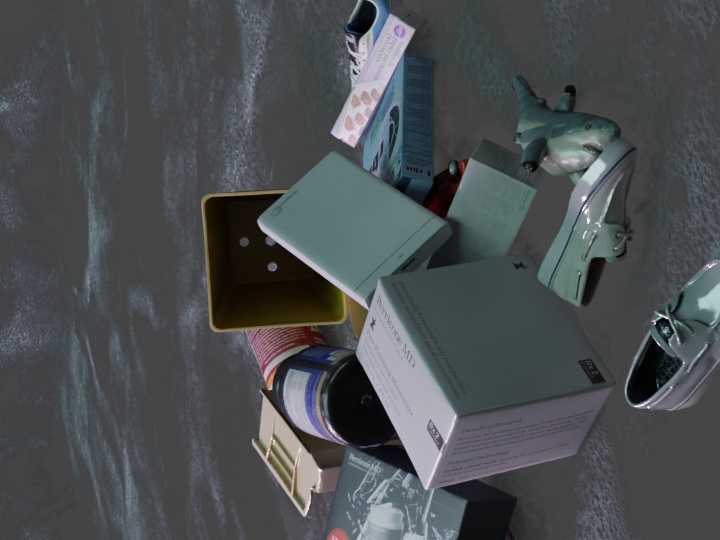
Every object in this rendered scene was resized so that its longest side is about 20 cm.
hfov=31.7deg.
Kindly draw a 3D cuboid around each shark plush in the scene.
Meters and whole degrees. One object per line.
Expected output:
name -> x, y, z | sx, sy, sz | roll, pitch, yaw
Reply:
shark plush -> 0.210, -0.152, 1.320 | 0.083, 0.091, 0.200 | -61, 17, 21

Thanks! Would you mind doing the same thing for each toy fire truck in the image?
toy fire truck -> 0.110, -0.047, 1.539 | 0.200, 0.049, 0.142 | -26, 73, 63

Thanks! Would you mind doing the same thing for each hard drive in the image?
hard drive -> -0.010, -0.050, 1.450 | 0.200, 0.132, 0.027 | 36, 162, 39

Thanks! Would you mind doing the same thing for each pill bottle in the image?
pill bottle -> -0.116, 0.105, 1.991 | 0.200, 0.113, 0.113 | 65, 150, 33
pill bottle -> -0.032, 0.147, 1.522 | 0.200, 0.112, 0.112 | -178, 81, -65

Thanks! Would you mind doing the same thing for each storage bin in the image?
storage bin -> -0.014, 0.231, 1.709 | 0.199, 0.199, 0.094 | 44, 133, 53

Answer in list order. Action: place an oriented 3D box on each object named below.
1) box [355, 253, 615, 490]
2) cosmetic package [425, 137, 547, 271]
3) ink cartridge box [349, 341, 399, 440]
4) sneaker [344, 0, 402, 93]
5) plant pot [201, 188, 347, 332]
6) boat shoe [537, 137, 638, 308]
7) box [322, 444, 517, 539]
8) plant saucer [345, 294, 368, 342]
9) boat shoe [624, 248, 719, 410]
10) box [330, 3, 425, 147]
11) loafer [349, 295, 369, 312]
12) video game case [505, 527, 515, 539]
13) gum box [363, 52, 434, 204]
box -> 0.129, 0.103, 1.363 | 0.199, 0.199, 0.131 | 61, 148, 37
cosmetic package -> 0.138, -0.047, 1.433 | 0.082, 0.051, 0.200 | 28, 133, 8
ink cartridge box -> 0.077, 0.129, 1.569 | 0.200, 0.128, 0.126 | 134, 124, -61
sneaker -> 0.006, -0.289, 1.667 | 0.072, 0.072, 0.201 | 51, 142, 46
plant pot -> -0.130, -0.032, 1.898 | 0.176, 0.199, 0.201 | -118, 25, -78
boat shoe -> 0.240, -0.040, 1.256 | 0.070, 0.071, 0.200 | 41, 135, 23
box -> 0.061, 0.325, 1.523 | 0.200, 0.104, 0.183 | 18, 94, 42
plant saucer -> 0.024, 0.040, 1.765 | 0.200, 0.035, 0.201 | 28, 121, 60
boat shoe -> 0.296, 0.059, 1.145 | 0.070, 0.071, 0.201 | 61, 148, 38
box -> 0.021, -0.247, 1.630 | 0.039, 0.041, 0.200 | 32, 130, 3
loafer -> 0.000, 0.000, 1.484 | 0.200, 0.075, 0.070 | 56, 138, 49
video game case -> 0.134, 0.423, 1.538 | 0.200, 0.036, 0.182 | -42, 58, 30
gum box -> 0.045, -0.139, 1.578 | 0.170, 0.044, 0.200 | 118, 160, -51
